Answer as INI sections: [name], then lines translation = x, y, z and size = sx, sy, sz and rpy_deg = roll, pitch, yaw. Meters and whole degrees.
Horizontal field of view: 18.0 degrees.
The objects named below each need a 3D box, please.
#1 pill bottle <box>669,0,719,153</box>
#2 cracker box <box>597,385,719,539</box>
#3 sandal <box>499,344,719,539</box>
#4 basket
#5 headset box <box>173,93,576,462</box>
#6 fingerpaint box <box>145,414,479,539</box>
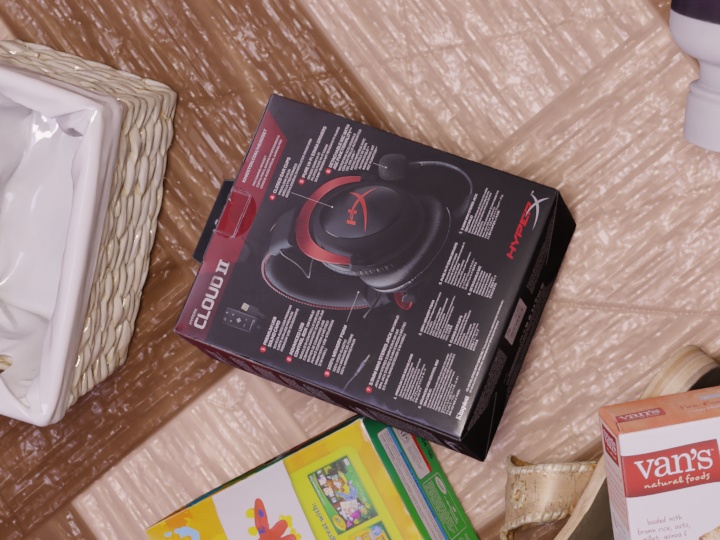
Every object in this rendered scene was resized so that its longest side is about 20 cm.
[pill bottle]
translation = 0.216, -0.161, 1.156
size = 0.111, 0.111, 0.202
rpy_deg = 10, 105, 20
[cracker box]
translation = 0.208, 0.163, 1.225
size = 0.133, 0.058, 0.202
rpy_deg = -10, 103, -4
[sandal]
translation = 0.116, 0.118, 1.285
size = 0.070, 0.077, 0.212
rpy_deg = 40, 103, 25
[basket]
translation = -0.197, -0.031, 1.354
size = 0.135, 0.123, 0.201
rpy_deg = 19, 109, 18
[headset box]
translation = 0.000, 0.000, 1.274
size = 0.199, 0.075, 0.150
rpy_deg = 19, 81, 18
[fingerpaint box]
translation = -0.006, 0.201, 1.352
size = 0.166, 0.073, 0.201
rpy_deg = -29, 89, 25
